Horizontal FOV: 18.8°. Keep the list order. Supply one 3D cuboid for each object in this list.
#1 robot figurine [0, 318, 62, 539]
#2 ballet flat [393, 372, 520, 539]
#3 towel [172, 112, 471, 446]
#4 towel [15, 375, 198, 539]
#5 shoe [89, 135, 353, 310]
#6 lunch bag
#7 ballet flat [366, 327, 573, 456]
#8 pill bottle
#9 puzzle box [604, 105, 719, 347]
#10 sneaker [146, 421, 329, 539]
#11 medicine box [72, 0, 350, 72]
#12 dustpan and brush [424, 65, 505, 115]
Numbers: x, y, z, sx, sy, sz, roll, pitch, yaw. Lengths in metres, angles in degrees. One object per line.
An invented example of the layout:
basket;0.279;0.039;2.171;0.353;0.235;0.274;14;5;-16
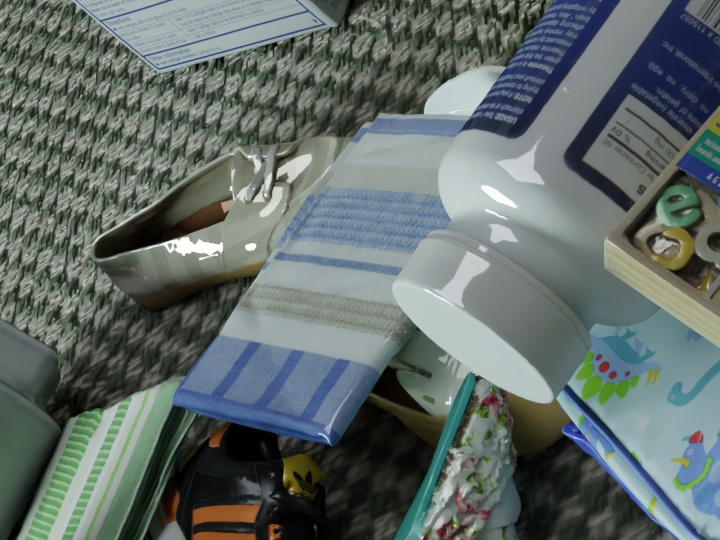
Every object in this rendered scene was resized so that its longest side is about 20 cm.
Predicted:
robot figurine;-0.254;0.124;1.295;0.201;0.112;0.170;-61;-5;-15
ballet flat;0.035;0.146;0.993;0.201;0.064;0.076;-64;0;-13
towel;0.000;0.000;1.093;0.146;0.024;0.200;5;55;53
towel;-0.150;0.137;1.189;0.200;0.023;0.153;-23;41;62
shoe;-0.079;-0.032;1.293;0.199;0.053;0.070;-26;41;32
lunch bag;0.171;0.043;0.911;0.161;0.082;0.200;-45;35;3
ballet flat;0.027;0.048;1.089;0.199;0.063;0.069;10;72;52
pill bottle;0.102;-0.048;0.905;0.200;0.111;0.111;-54;34;-13
puzzle box;0.208;0.000;0.812;0.200;0.025;0.133;35;71;22
sneaker;-0.046;0.136;1.076;0.090;0.070;0.200;-55;31;9
medicine box;-0.122;-0.236;1.402;0.181;0.200;0.103;-8;52;44
dustpan and brush;0.074;-0.064;1.141;0.199;0.057;0.140;-15;48;41
